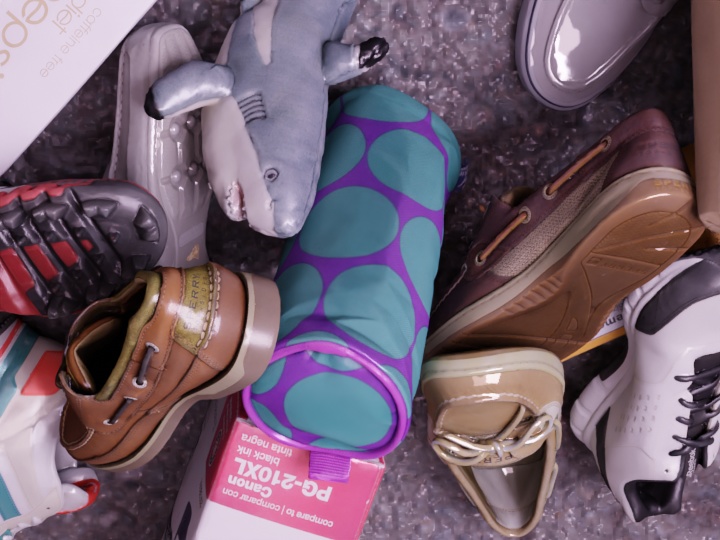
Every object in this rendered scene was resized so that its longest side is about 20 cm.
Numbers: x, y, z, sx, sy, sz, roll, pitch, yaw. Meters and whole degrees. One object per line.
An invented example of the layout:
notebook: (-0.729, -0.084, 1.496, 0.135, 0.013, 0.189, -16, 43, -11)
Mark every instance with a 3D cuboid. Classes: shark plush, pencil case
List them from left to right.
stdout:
shark plush: (-0.020, -0.105, 0.883, 0.200, 0.083, 0.091, -55, 139, -28)
pencil case: (0.000, 0.000, 0.867, 0.084, 0.201, 0.093, 10, 134, 4)

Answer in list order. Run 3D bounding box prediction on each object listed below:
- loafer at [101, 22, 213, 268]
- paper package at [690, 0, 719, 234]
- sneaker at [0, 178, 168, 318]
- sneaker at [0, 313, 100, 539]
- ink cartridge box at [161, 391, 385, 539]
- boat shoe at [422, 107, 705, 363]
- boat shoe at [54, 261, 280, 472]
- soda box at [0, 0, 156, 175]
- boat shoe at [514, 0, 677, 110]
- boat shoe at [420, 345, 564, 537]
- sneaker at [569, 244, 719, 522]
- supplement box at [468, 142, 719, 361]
loafer: (-0.115, -0.032, 0.914, 0.069, 0.070, 0.201, 11, 110, 24)
paper package: (0.243, -0.101, 0.829, 0.190, 0.103, 0.202, 18, 70, -47)
sneaker: (-0.179, -0.015, 0.887, 0.199, 0.098, 0.071, -16, 115, 25)
sneaker: (-0.198, 0.129, 0.954, 0.093, 0.070, 0.201, 25, 100, -5)
ink cartridge box: (-0.062, 0.156, 0.935, 0.084, 0.145, 0.201, 18, 104, -8)
boat shoe: (0.091, -0.009, 0.866, 0.072, 0.072, 0.200, 11, 144, -29)
boat shoe: (-0.113, 0.042, 0.838, 0.068, 0.072, 0.200, 14, 149, -26)
soda box: (-0.143, -0.147, 0.884, 0.068, 0.064, 0.200, 41, 98, -15)
boat shoe: (0.150, -0.169, 0.901, 0.072, 0.066, 0.200, 34, 100, -13)
boat shoe: (0.072, 0.090, 0.905, 0.073, 0.201, 0.064, -6, 70, 4)
sneaker: (0.172, 0.060, 0.913, 0.073, 0.080, 0.201, -10, 146, -16)
supplement box: (0.164, -0.018, 0.947, 0.199, 0.067, 0.069, -22, 110, 2)
